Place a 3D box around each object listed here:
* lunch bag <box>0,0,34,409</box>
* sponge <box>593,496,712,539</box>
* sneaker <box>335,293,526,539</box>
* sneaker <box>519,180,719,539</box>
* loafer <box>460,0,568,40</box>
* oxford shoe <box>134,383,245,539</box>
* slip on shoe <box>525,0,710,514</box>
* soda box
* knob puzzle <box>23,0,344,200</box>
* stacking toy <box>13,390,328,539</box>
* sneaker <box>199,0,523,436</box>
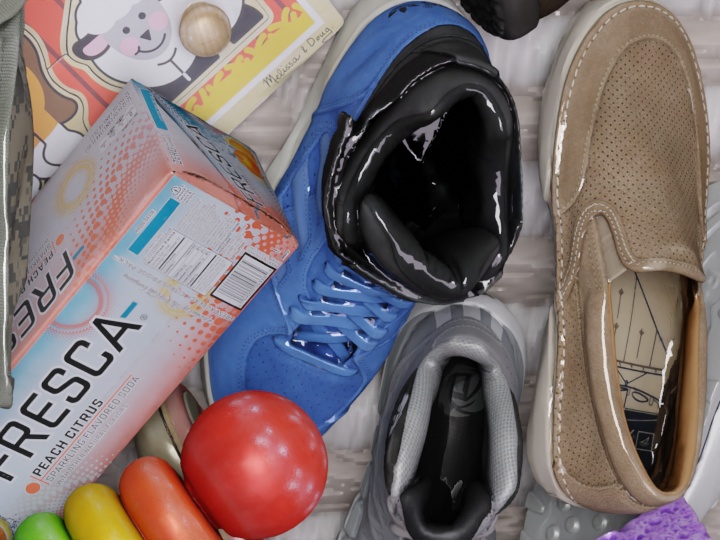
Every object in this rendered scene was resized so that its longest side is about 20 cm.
[{"bbox_3d":[-0.189,-0.056,0.755,0.164,0.118,0.201,1,89,-8],"label":"lunch bag"},{"bbox_3d":[0.052,0.171,0.900,0.200,0.030,0.112,-27,141,-11],"label":"sponge"},{"bbox_3d":[0.024,0.111,0.897,0.075,0.116,0.201,5,98,0],"label":"sneaker"},{"bbox_3d":[0.140,0.062,0.949,0.080,0.076,0.200,21,104,-43],"label":"sneaker"},{"bbox_3d":[0.050,-0.184,0.827,0.071,0.073,0.200,-23,123,-14],"label":"loafer"},{"bbox_3d":[-0.069,0.140,0.935,0.074,0.071,0.200,-13,114,-1],"label":"oxford shoe"},{"bbox_3d":[0.106,-0.007,0.885,0.076,0.061,0.201,10,87,-28],"label":"slip on shoe"},{"bbox_3d":[-0.114,0.030,0.858,0.064,0.068,0.200,30,109,-35],"label":"soda box"},{"bbox_3d":[-0.130,-0.096,0.834,0.219,0.030,0.220,-5,115,-12],"label":"knob puzzle"},{"bbox_3d":[-0.098,0.113,0.834,0.200,0.085,0.085,-35,117,-2],"label":"stacking toy"},{"bbox_3d":[-0.001,0.000,0.864,0.077,0.111,0.200,20,107,-20],"label":"sneaker"}]
